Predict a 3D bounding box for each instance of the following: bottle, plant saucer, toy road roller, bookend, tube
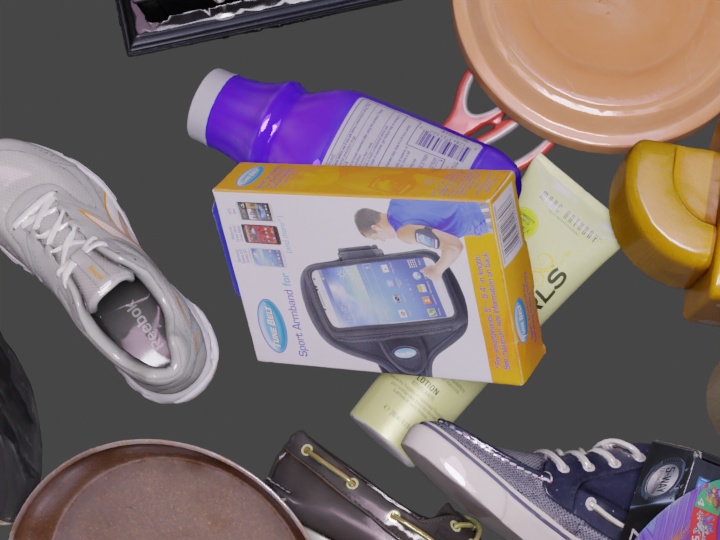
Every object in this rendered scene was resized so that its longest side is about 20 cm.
[{"bbox_3d":[-0.007,-0.063,1.069,0.199,0.065,0.084,23,74,15],"label":"bottle"},{"bbox_3d":[-0.109,0.188,1.041,0.199,0.034,0.201,4,105,13],"label":"plant saucer"},{"bbox_3d":[0.213,0.001,1.041,0.145,0.123,0.201,10,80,3],"label":"toy road roller"},{"bbox_3d":[-0.057,-0.201,1.024,0.198,0.200,0.092,-12,88,-1],"label":"bookend"},{"bbox_3d":[0.155,-0.172,1.098,0.199,0.032,0.201,0,79,-1],"label":"plant saucer"},{"bbox_3d":[0.074,0.026,1.079,0.200,0.052,0.058,-49,128,-9],"label":"tube"}]

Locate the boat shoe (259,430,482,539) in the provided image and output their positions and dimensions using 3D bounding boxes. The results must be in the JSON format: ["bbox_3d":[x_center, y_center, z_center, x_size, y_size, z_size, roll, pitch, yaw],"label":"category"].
[{"bbox_3d":[0.035,0.162,1.051,0.201,0.072,0.061,26,89,6],"label":"boat shoe"}]

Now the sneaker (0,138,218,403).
[{"bbox_3d":[-0.160,-0.007,1.061,0.200,0.092,0.076,45,86,5],"label":"sneaker"}]

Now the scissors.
[{"bbox_3d":[0.036,-0.057,1.103,0.200,0.014,0.073,-38,85,-4],"label":"scissors"}]

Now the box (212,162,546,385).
[{"bbox_3d":[0.000,0.000,1.026,0.199,0.041,0.119,2,121,27],"label":"box"}]

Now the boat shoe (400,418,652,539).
[{"bbox_3d":[0.123,0.125,1.048,0.200,0.075,0.093,38,80,-14],"label":"boat shoe"}]

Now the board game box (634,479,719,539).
[{"bbox_3d":[0.219,0.213,0.980,0.158,0.039,0.200,-32,108,-22],"label":"board game box"}]

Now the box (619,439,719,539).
[{"bbox_3d":[0.207,0.216,1.022,0.160,0.043,0.201,23,83,-26],"label":"box"}]

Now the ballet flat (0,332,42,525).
[{"bbox_3d":[-0.245,0.059,1.084,0.066,0.057,0.201,-18,83,-44],"label":"ballet flat"}]
